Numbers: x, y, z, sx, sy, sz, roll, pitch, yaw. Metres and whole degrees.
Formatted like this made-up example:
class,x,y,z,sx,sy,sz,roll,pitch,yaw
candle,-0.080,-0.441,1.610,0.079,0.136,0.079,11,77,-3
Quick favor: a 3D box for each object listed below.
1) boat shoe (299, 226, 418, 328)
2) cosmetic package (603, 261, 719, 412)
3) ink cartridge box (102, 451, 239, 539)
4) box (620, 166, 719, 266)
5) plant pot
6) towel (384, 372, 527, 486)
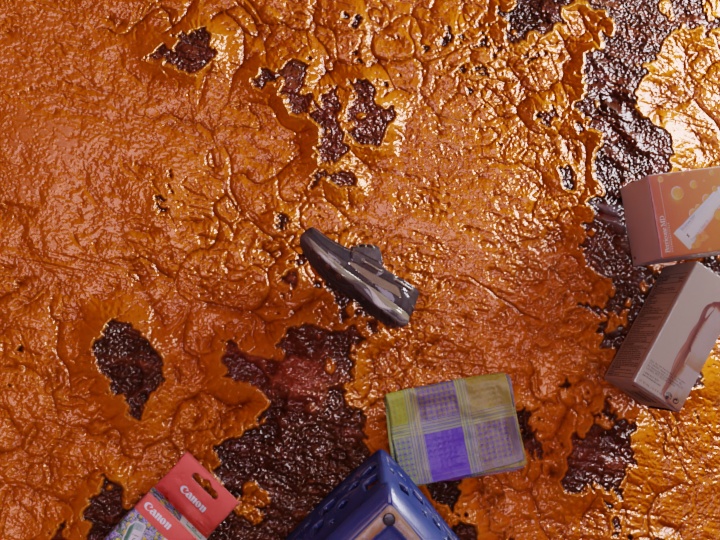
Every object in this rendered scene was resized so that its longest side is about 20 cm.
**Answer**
class,x,y,z,sx,sy,sz,roll,pitch,yaw
boat shoe,0.000,0.000,1.206,0.199,0.074,0.074,40,71,-10
cosmetic package,0.457,0.097,1.229,0.087,0.103,0.202,32,83,-4
ink cartridge box,-0.270,0.359,1.130,0.109,0.050,0.200,43,81,-1
box,0.510,-0.084,1.257,0.197,0.097,0.126,-8,85,-7
plant pot,0.026,0.386,1.097,0.200,0.180,0.200,-42,91,-4
towel,0.138,0.232,1.215,0.197,0.023,0.146,-7,85,-8
